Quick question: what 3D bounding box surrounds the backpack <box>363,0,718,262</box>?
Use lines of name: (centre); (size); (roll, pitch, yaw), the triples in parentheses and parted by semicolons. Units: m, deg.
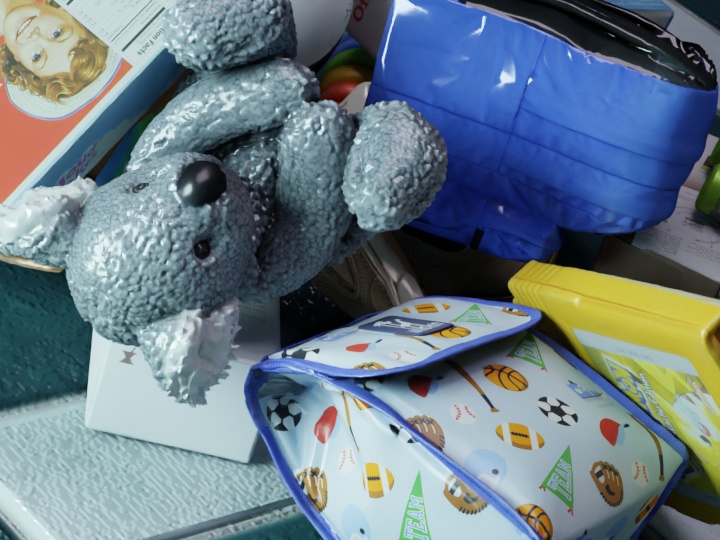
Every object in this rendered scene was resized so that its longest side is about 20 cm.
backpack: (0.109, -0.091, 1.503); (0.200, 0.168, 0.163); (16, 18, 4)

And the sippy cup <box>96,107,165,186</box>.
sippy cup: (-0.167, -0.108, 1.622); (0.178, 0.140, 0.130); (47, 25, 9)

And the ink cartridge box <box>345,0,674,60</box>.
ink cartridge box: (0.092, -0.186, 1.740); (0.125, 0.129, 0.200); (-5, 42, -44)

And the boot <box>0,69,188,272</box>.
boot: (-0.166, -0.074, 1.481); (0.199, 0.074, 0.155); (6, 74, -1)

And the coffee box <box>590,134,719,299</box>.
coffee box: (0.202, -0.001, 1.621); (0.080, 0.115, 0.200); (24, 29, 10)

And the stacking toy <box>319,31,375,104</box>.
stacking toy: (0.002, -0.127, 1.802); (0.085, 0.086, 0.200); (20, 36, 4)

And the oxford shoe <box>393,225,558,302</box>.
oxford shoe: (0.078, -0.018, 1.647); (0.070, 0.075, 0.200); (32, 32, 23)

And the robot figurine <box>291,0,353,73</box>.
robot figurine: (-0.076, -0.182, 1.741); (0.125, 0.200, 0.151); (-27, 87, -15)

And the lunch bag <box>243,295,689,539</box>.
lunch bag: (0.053, 0.095, 1.374); (0.200, 0.124, 0.170); (40, 32, 22)

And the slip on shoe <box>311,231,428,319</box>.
slip on shoe: (0.000, 0.000, 1.532); (0.076, 0.060, 0.200); (18, 47, -86)

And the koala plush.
koala plush: (-0.088, -0.026, 1.364); (0.177, 0.184, 0.200); (42, 51, 3)

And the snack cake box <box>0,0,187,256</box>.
snack cake box: (-0.178, -0.122, 1.420); (0.115, 0.067, 0.200); (40, 76, 9)

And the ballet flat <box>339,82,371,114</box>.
ballet flat: (0.029, -0.099, 1.663); (0.200, 0.064, 0.076); (-7, -7, 24)

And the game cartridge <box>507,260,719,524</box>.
game cartridge: (0.178, 0.078, 1.393); (0.032, 0.176, 0.200); (-42, 25, -19)

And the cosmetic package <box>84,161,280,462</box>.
cosmetic package: (-0.104, 0.021, 1.480); (0.101, 0.071, 0.200); (14, 29, -10)

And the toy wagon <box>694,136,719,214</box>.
toy wagon: (0.289, -0.026, 1.567); (0.155, 0.040, 0.200); (28, 30, 2)
